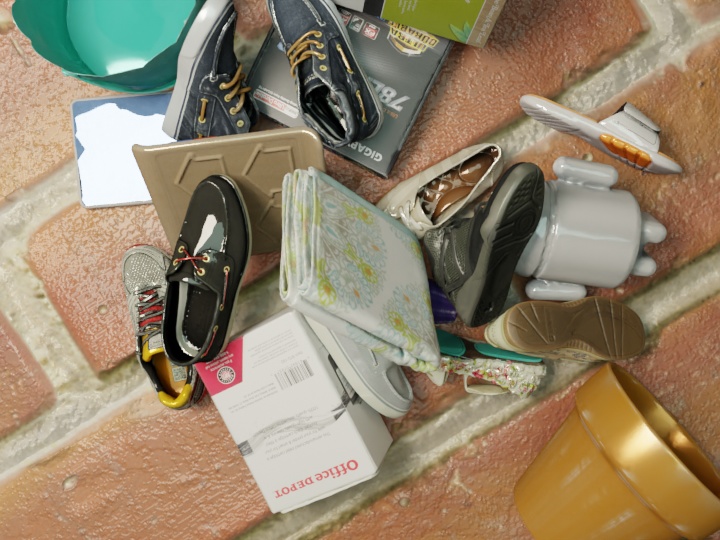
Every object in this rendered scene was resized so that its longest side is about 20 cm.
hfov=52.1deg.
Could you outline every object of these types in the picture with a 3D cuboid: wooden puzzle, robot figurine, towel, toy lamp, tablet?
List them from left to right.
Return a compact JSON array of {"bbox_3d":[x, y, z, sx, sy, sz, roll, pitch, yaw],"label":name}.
[{"bbox_3d":[-0.241,-0.147,0.876,0.198,0.014,0.132,-5,92,-2],"label":"tablet"},{"bbox_3d":[-0.133,-0.087,0.821,0.198,0.186,0.047,-4,52,1],"label":"wooden puzzle"},{"bbox_3d":[0.000,0.000,0.761,0.199,0.172,0.048,30,131,-34],"label":"towel"},{"bbox_3d":[0.018,0.024,0.867,0.198,0.058,0.059,11,92,-2],"label":"toy lamp"},{"bbox_3d":[0.239,-0.042,0.840,0.198,0.113,0.171,8,107,-2],"label":"robot figurine"}]

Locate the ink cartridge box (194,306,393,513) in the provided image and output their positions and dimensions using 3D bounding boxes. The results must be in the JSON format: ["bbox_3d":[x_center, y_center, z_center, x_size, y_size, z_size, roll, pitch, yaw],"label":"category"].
[{"bbox_3d":[-0.074,0.152,0.840,0.144,0.083,0.201,-26,94,20],"label":"ink cartridge box"}]

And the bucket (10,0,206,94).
[{"bbox_3d":[-0.261,-0.298,0.808,0.205,0.135,0.210,0,93,0],"label":"bucket"}]

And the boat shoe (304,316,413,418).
[{"bbox_3d":[0.011,0.080,0.815,0.071,0.070,0.201,-28,111,23],"label":"boat shoe"}]

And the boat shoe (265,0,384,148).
[{"bbox_3d":[-0.048,-0.225,0.781,0.071,0.091,0.201,-31,95,30],"label":"boat shoe"}]

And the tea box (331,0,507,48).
[{"bbox_3d":[0.079,-0.381,0.786,0.195,0.134,0.202,15,73,-3],"label":"tea box"}]

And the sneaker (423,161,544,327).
[{"bbox_3d":[0.124,-0.044,0.792,0.076,0.201,0.114,-18,50,-30],"label":"sneaker"}]

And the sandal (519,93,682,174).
[{"bbox_3d":[0.287,-0.173,0.853,0.205,0.079,0.060,26,95,0],"label":"sandal"}]

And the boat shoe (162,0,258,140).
[{"bbox_3d":[-0.145,-0.198,0.785,0.090,0.200,0.071,29,52,-7],"label":"boat shoe"}]

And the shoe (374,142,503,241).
[{"bbox_3d":[0.084,-0.088,0.865,0.199,0.053,0.070,-36,93,1],"label":"shoe"}]

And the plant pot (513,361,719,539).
[{"bbox_3d":[0.279,0.238,0.827,0.200,0.200,0.183,45,107,-3],"label":"plant pot"}]

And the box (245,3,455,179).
[{"bbox_3d":[-0.012,-0.240,0.860,0.199,0.050,0.200,27,91,-2],"label":"box"}]

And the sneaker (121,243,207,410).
[{"bbox_3d":[-0.226,0.065,0.852,0.077,0.082,0.202,-20,92,0],"label":"sneaker"}]

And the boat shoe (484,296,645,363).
[{"bbox_3d":[0.240,0.069,0.853,0.198,0.063,0.074,8,74,-21],"label":"boat shoe"}]

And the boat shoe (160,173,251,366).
[{"bbox_3d":[-0.162,0.002,0.763,0.073,0.063,0.203,14,102,17],"label":"boat shoe"}]

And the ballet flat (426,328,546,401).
[{"bbox_3d":[0.120,0.111,0.869,0.198,0.076,0.065,14,108,2],"label":"ballet flat"}]
